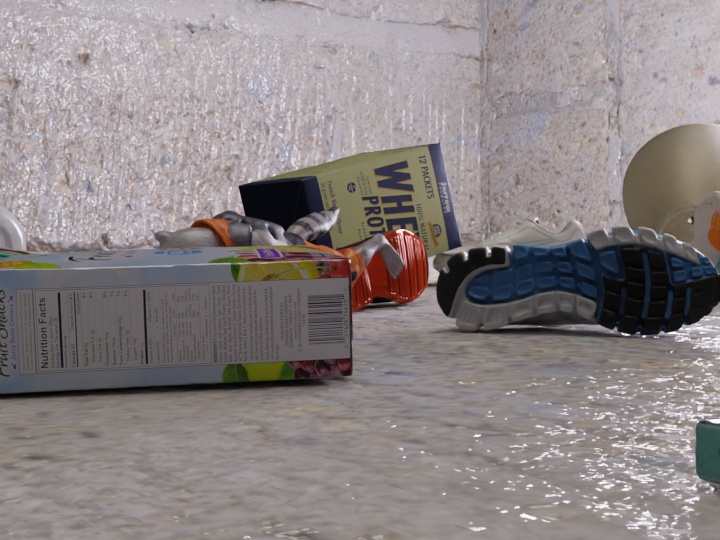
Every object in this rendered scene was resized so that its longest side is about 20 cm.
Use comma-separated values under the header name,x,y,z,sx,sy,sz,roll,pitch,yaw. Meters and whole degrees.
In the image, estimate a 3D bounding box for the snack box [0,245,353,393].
name,x,y,z,sx,sy,sz,roll,pitch,yaw
snack box,-0.113,0.022,0.576,0.198,0.068,0.169,-3,4,-10

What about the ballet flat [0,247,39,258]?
name,x,y,z,sx,sy,sz,roll,pitch,yaw
ballet flat,-0.306,0.019,0.734,0.198,0.069,0.067,0,-5,-22

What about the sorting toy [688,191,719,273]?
name,x,y,z,sx,sy,sz,roll,pitch,yaw
sorting toy,0.449,-0.025,1.115,0.198,0.108,0.180,-2,-4,-8

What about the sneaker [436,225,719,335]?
name,x,y,z,sx,sy,sz,roll,pitch,yaw
sneaker,0.162,0.008,0.743,0.198,0.076,0.087,1,-2,24

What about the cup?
name,x,y,z,sx,sy,sz,roll,pitch,yaw
cup,0.438,-0.072,1.324,0.198,0.202,0.143,0,30,20

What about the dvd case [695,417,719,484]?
name,x,y,z,sx,sy,sz,roll,pitch,yaw
dvd case,0.223,0.053,0.304,0.199,0.022,0.146,-4,4,-33

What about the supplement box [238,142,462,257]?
name,x,y,z,sx,sy,sz,roll,pitch,yaw
supplement box,-0.016,-0.070,1.286,0.198,0.135,0.200,-18,11,-28

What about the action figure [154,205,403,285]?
name,x,y,z,sx,sy,sz,roll,pitch,yaw
action figure,-0.091,-0.006,0.791,0.199,0.106,0.193,0,-2,36

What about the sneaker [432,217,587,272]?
name,x,y,z,sx,sy,sz,roll,pitch,yaw
sneaker,0.190,-0.024,1.279,0.198,0.082,0.075,-2,5,6

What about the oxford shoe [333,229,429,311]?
name,x,y,z,sx,sy,sz,roll,pitch,yaw
oxford shoe,0.000,0.000,0.966,0.072,0.072,0.199,-5,1,34

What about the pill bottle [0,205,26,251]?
name,x,y,z,sx,sy,sz,roll,pitch,yaw
pill bottle,-0.522,-0.032,1.312,0.112,0.114,0.199,-3,4,-42
